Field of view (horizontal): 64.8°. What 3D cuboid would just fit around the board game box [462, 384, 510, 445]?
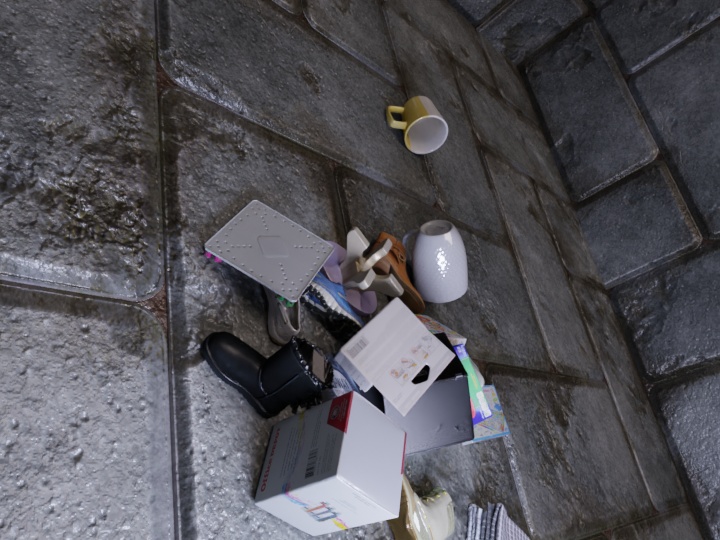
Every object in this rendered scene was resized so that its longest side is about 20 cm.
[{"bbox_3d":[0.309,0.371,1.476,0.198,0.034,0.137,10,58,-48],"label":"board game box"}]

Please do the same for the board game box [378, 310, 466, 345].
[{"bbox_3d":[0.145,0.145,1.351,0.198,0.035,0.133,11,14,-48],"label":"board game box"}]

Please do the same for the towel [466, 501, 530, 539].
[{"bbox_3d":[0.312,0.634,1.245,0.166,0.085,0.202,45,37,-22],"label":"towel"}]

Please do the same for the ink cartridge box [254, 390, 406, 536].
[{"bbox_3d":[-0.047,0.319,0.922,0.144,0.198,0.147,41,39,-27],"label":"ink cartridge box"}]

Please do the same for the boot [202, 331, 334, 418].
[{"bbox_3d":[-0.149,0.154,0.942,0.199,0.161,0.074,50,34,-13],"label":"boot"}]

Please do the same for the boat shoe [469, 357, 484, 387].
[{"bbox_3d":[0.243,0.228,1.465,0.202,0.070,0.071,51,5,16],"label":"boat shoe"}]

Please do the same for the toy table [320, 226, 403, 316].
[{"bbox_3d":[0.000,0.000,1.284,0.200,0.116,0.186,44,38,-23],"label":"toy table"}]

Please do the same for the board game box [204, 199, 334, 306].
[{"bbox_3d":[-0.172,-0.038,1.104,0.197,0.026,0.201,31,38,2],"label":"board game box"}]

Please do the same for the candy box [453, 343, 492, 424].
[{"bbox_3d":[0.162,0.275,1.238,0.196,0.077,0.172,-20,79,-15],"label":"candy box"}]

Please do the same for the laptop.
[{"bbox_3d":[0.122,0.252,1.178,0.183,0.118,0.202,-8,39,-14],"label":"laptop"}]

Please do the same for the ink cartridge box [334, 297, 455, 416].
[{"bbox_3d":[0.072,0.174,1.145,0.176,0.045,0.199,45,50,9],"label":"ink cartridge box"}]

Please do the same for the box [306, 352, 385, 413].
[{"bbox_3d":[-0.028,0.246,1.132,0.198,0.043,0.163,3,64,-51],"label":"box"}]

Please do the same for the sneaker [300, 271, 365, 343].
[{"bbox_3d":[-0.046,0.073,1.207,0.200,0.078,0.090,48,39,-17],"label":"sneaker"}]

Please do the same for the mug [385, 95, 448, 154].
[{"bbox_3d":[0.190,-0.504,1.872,0.185,0.148,0.156,32,34,-43],"label":"mug"}]

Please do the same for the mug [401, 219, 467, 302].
[{"bbox_3d":[0.186,-0.039,1.491,0.146,0.198,0.179,-32,127,-33],"label":"mug"}]

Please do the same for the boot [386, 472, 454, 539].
[{"bbox_3d":[0.116,0.463,1.135,0.153,0.071,0.204,-13,81,-54],"label":"boot"}]

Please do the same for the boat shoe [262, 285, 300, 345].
[{"bbox_3d":[-0.146,0.040,1.110,0.070,0.069,0.204,13,55,-45],"label":"boat shoe"}]

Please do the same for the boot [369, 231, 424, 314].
[{"bbox_3d":[0.102,0.003,1.450,0.200,0.073,0.156,46,34,-22],"label":"boot"}]
